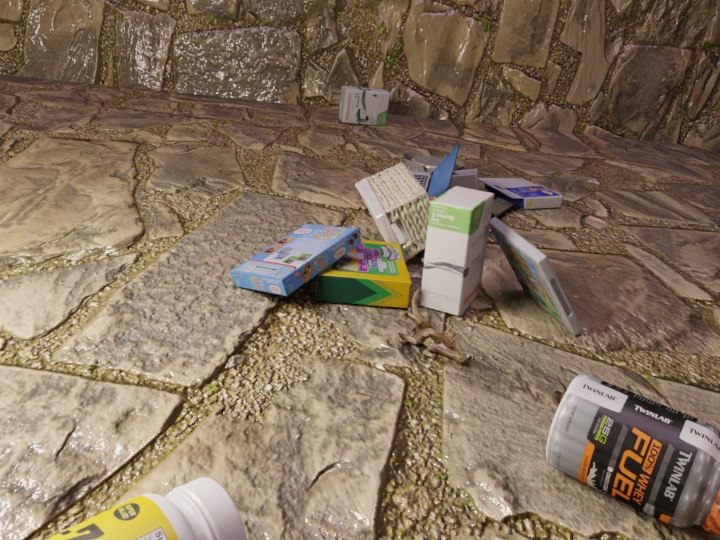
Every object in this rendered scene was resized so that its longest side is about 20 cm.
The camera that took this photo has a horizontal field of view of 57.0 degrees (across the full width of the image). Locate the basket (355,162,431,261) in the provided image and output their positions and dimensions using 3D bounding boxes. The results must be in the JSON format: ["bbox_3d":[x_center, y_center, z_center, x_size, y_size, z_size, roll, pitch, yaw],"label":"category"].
[{"bbox_3d":[0.086,-0.133,1.445,0.122,0.136,0.201,-29,31,1],"label":"basket"}]

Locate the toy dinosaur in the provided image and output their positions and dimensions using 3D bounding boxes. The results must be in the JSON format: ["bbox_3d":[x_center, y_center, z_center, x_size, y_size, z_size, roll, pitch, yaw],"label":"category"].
[{"bbox_3d":[0.104,0.101,1.087,0.100,0.059,0.200,11,25,-34],"label":"toy dinosaur"}]

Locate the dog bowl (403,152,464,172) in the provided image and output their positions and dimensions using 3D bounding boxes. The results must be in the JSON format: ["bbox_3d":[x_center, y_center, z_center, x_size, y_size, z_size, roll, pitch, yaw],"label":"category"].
[{"bbox_3d":[0.231,-0.326,2.124,0.197,0.059,0.201,6,23,-3],"label":"dog bowl"}]

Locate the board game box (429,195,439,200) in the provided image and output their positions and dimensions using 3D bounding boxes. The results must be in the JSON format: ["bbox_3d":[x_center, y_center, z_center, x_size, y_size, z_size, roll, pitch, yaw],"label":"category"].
[{"bbox_3d":[0.170,-0.132,1.581,0.197,0.024,0.106,-4,60,-4],"label":"board game box"}]

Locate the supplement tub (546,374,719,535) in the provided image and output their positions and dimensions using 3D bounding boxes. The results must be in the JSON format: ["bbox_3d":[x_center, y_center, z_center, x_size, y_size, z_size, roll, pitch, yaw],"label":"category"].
[{"bbox_3d":[0.330,0.213,0.774,0.198,0.124,0.122,20,26,31],"label":"supplement tub"}]

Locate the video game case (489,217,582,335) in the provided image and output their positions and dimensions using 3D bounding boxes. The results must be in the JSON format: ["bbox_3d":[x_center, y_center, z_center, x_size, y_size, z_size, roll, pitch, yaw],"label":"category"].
[{"bbox_3d":[0.320,0.007,1.227,0.022,0.183,0.200,-34,28,1],"label":"video game case"}]

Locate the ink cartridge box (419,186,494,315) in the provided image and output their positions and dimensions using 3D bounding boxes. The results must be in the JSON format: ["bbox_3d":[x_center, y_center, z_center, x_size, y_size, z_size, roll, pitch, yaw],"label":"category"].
[{"bbox_3d":[0.179,-0.039,1.232,0.083,0.203,0.145,14,23,23],"label":"ink cartridge box"}]

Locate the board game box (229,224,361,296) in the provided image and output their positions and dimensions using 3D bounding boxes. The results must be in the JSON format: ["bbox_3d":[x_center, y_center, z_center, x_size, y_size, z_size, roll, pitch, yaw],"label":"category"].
[{"bbox_3d":[-0.116,-0.025,1.210,0.150,0.037,0.199,7,34,44],"label":"board game box"}]

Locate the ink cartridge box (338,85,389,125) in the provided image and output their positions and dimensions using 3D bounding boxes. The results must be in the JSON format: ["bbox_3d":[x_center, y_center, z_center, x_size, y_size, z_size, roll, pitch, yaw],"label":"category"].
[{"bbox_3d":[0.014,-0.709,2.860,0.197,0.148,0.085,0,24,-14],"label":"ink cartridge box"}]

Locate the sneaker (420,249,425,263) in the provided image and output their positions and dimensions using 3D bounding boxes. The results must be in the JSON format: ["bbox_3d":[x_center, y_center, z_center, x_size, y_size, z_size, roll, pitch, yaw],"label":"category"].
[{"bbox_3d":[0.181,-0.069,1.452,0.074,0.089,0.200,13,24,11],"label":"sneaker"}]

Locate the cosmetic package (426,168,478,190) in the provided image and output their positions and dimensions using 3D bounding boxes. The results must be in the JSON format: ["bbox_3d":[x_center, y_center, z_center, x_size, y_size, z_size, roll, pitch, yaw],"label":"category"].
[{"bbox_3d":[0.233,-0.247,1.866,0.197,0.053,0.151,-4,12,12],"label":"cosmetic package"}]

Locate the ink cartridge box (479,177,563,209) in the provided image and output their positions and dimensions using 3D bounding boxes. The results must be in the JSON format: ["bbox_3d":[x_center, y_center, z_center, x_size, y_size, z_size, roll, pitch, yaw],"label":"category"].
[{"bbox_3d":[0.469,-0.233,1.997,0.197,0.048,0.198,-6,27,-27],"label":"ink cartridge box"}]

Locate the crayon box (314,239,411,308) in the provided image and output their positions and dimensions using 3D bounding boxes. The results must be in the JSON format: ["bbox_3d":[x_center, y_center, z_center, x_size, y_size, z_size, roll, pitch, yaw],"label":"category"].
[{"bbox_3d":[0.000,0.000,1.270,0.170,0.059,0.201,6,23,-6],"label":"crayon box"}]

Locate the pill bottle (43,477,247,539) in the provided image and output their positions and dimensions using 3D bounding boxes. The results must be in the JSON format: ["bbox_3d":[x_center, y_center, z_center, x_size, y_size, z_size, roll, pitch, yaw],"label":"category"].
[{"bbox_3d":[-0.196,0.252,0.531,0.114,0.116,0.198,26,28,38],"label":"pill bottle"}]

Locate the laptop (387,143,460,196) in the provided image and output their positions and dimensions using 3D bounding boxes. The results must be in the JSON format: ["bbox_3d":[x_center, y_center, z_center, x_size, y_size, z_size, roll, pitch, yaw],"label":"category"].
[{"bbox_3d":[0.143,-0.237,1.709,0.197,0.117,0.189,8,47,13],"label":"laptop"}]

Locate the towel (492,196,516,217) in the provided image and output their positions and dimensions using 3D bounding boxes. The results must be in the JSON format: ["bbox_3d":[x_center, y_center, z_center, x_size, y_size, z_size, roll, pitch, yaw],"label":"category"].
[{"bbox_3d":[0.322,-0.189,1.870,0.191,0.035,0.199,22,24,24],"label":"towel"}]
